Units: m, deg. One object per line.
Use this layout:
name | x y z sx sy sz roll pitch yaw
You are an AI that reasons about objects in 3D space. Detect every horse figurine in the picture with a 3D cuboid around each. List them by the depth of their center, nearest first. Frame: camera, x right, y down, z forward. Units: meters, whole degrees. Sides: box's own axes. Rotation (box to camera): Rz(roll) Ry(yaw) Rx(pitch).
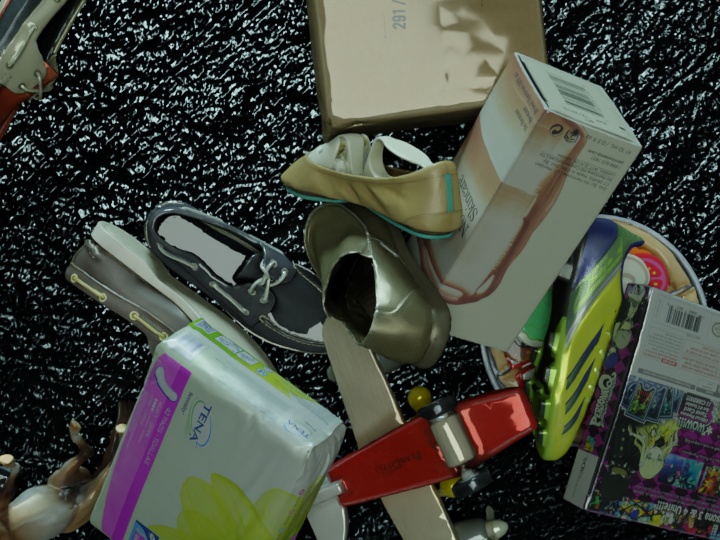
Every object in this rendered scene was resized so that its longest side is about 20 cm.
horse figurine | -0.252 0.180 0.866 0.050 0.133 0.200 42 44 21

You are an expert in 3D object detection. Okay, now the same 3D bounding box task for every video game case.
video game case | 0.276 0.123 0.888 0.199 0.036 0.182 17 89 -26

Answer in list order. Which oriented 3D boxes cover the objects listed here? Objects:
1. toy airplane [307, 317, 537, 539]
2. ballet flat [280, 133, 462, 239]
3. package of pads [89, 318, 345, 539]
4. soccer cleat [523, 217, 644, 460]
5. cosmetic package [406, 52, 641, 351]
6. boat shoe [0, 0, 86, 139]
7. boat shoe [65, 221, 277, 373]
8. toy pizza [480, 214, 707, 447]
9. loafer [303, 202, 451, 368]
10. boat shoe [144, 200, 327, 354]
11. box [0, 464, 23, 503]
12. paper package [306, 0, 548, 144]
toy airplane | 0.038 0.150 0.882 0.199 0.141 0.201 23 111 26
ballet flat | 0.008 -0.078 0.855 0.068 0.200 0.063 -14 114 -39
package of pads | -0.112 0.162 0.847 0.154 0.068 0.201 33 118 16
soccer cleat | 0.184 0.057 0.878 0.083 0.065 0.201 10 89 -9
cosmetic package | 0.115 -0.050 0.839 0.087 0.104 0.200 16 120 -20
boat shoe | -0.277 -0.180 0.901 0.062 0.071 0.201 22 85 -4
boat shoe | -0.156 0.044 0.900 0.200 0.072 0.060 40 95 3
toy pizza | 0.201 0.052 0.925 0.199 0.032 0.201 0 90 -1
loafer | 0.000 0.000 0.848 0.067 0.200 0.076 11 112 -35
boat shoe | -0.093 0.009 0.903 0.200 0.063 0.073 33 86 -2
box | -0.392 0.237 0.905 0.160 0.044 0.201 18 89 -1
paper package | 0.051 -0.217 0.889 0.190 0.103 0.201 -7 89 -3
